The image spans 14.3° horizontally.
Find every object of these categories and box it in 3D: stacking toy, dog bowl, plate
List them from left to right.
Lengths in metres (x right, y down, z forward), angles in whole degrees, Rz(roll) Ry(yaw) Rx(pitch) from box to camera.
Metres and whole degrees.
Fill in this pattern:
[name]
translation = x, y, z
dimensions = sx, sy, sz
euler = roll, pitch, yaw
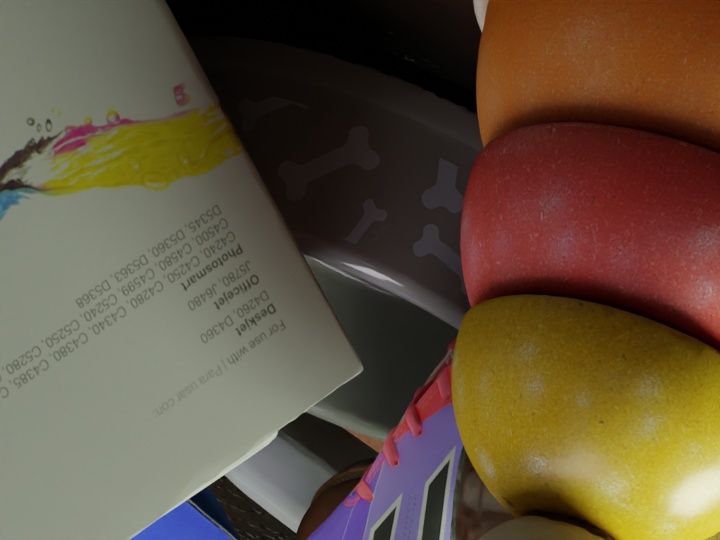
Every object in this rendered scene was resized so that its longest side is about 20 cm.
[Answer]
[dog bowl]
translation = 0.000, 0.000, 0.962
dimensions = 0.199, 0.059, 0.200
euler = 21, 161, 7
[plate]
translation = 0.018, 0.105, 1.116
dimensions = 0.199, 0.032, 0.200
euler = 37, -178, 13
[stacking toy]
translation = 0.066, 0.019, 0.720
dimensions = 0.146, 0.201, 0.146
euler = 21, 160, 8

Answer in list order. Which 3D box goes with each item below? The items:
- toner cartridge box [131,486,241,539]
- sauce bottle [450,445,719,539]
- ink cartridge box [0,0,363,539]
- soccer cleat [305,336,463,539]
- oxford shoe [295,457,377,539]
[toner cartridge box]
translation = -0.118, 0.023, 1.027
dimensions = 0.200, 0.043, 0.095
euler = 56, -177, 34
[sauce bottle]
translation = 0.126, 0.072, 0.768
dimensions = 0.199, 0.065, 0.065
euler = 6, 156, 17
[ink cartridge box]
translation = -0.128, -0.014, 0.835
dimensions = 0.147, 0.146, 0.201
euler = -11, 111, 59
[soccer cleat]
translation = 0.043, 0.039, 0.851
dimensions = 0.073, 0.200, 0.068
euler = 51, -175, -27
[oxford shoe]
translation = 0.010, 0.111, 0.935
dimensions = 0.071, 0.071, 0.200
euler = 57, 166, -14
